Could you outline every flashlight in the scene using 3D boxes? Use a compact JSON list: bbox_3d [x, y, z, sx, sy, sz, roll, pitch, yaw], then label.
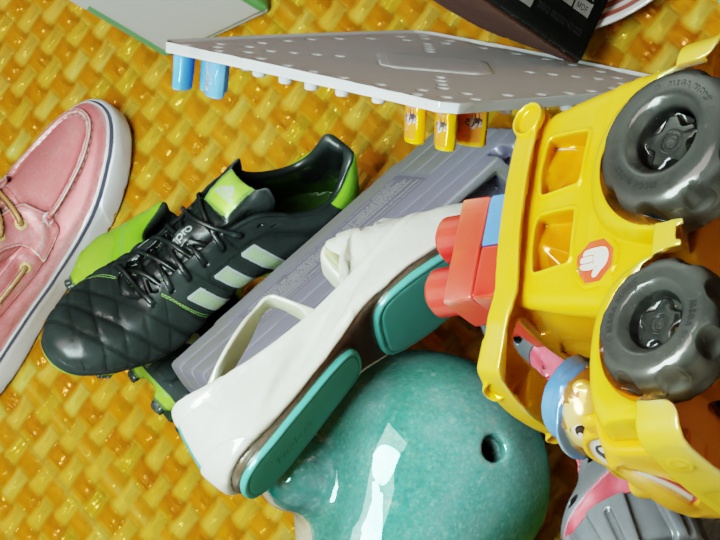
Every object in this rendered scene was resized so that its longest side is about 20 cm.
[{"bbox_3d":[0.103,0.074,1.353,0.068,0.067,0.200,-57,37,30],"label":"flashlight"}]

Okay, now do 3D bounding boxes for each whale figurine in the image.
[{"bbox_3d":[0.025,0.130,1.385,0.104,0.159,0.201,-29,33,49],"label":"whale figurine"}]

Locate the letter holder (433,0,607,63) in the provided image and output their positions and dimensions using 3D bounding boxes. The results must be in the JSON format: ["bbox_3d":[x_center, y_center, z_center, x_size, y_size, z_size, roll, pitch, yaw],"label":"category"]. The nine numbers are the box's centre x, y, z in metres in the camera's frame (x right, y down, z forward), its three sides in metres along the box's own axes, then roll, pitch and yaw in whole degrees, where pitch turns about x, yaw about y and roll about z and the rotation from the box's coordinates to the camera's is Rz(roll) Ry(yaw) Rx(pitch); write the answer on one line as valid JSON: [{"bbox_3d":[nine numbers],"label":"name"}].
[{"bbox_3d":[0.028,-0.203,1.473,0.142,0.200,0.101,23,86,43],"label":"letter holder"}]

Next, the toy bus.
[{"bbox_3d":[0.113,0.017,1.273,0.191,0.136,0.201,-11,57,34],"label":"toy bus"}]

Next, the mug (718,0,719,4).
[{"bbox_3d":[0.255,-0.119,1.326,0.185,0.151,0.115,164,124,-72],"label":"mug"}]

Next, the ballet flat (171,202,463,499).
[{"bbox_3d":[-0.011,0.021,1.363,0.200,0.070,0.069,-43,45,-18],"label":"ballet flat"}]

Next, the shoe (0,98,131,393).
[{"bbox_3d":[-0.214,-0.021,1.693,0.071,0.091,0.201,30,91,42],"label":"shoe"}]

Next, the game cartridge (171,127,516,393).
[{"bbox_3d":[0.000,0.000,1.474,0.200,0.038,0.130,-41,11,-12],"label":"game cartridge"}]

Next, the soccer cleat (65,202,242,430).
[{"bbox_3d":[-0.091,0.035,1.581,0.081,0.068,0.200,-40,50,0],"label":"soccer cleat"}]

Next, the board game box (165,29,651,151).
[{"bbox_3d":[0.036,-0.093,1.460,0.199,0.199,0.026,15,105,42],"label":"board game box"}]

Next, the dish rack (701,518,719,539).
[{"bbox_3d":[0.193,0.043,1.343,0.200,0.043,0.172,-54,39,20],"label":"dish rack"}]

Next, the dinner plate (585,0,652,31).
[{"bbox_3d":[0.129,-0.216,1.547,0.199,0.024,0.201,-18,60,33],"label":"dinner plate"}]

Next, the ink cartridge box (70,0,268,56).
[{"bbox_3d":[-0.132,-0.250,1.692,0.084,0.146,0.201,-22,58,32],"label":"ink cartridge box"}]

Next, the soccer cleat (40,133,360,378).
[{"bbox_3d":[-0.084,-0.011,1.522,0.199,0.081,0.068,-29,56,-26],"label":"soccer cleat"}]
